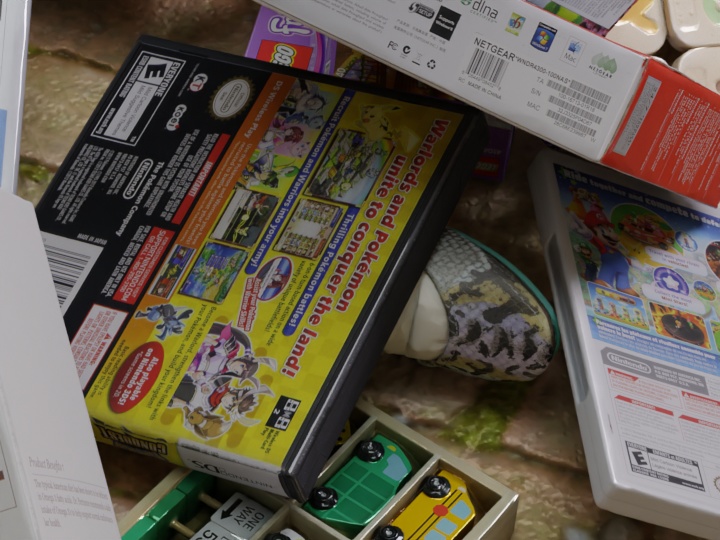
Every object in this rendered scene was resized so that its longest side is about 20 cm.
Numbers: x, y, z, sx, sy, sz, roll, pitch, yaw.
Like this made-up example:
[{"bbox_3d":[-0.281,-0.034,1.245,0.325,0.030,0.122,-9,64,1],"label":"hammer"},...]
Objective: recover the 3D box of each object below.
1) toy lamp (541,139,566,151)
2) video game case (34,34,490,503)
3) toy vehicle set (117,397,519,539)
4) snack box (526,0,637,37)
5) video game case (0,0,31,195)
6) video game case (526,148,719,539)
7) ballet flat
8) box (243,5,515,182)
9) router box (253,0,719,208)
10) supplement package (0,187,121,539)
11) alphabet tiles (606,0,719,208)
[{"bbox_3d":[0.181,-0.093,1.354,0.199,0.058,0.058,-10,47,-16],"label":"toy lamp"},{"bbox_3d":[-0.063,-0.007,1.206,0.180,0.026,0.201,14,59,25],"label":"video game case"},{"bbox_3d":[-0.040,0.130,1.134,0.124,0.027,0.200,29,50,22],"label":"toy vehicle set"},{"bbox_3d":[0.040,-0.207,1.260,0.142,0.053,0.200,21,30,-49],"label":"snack box"},{"bbox_3d":[-0.254,-0.071,1.251,0.199,0.022,0.183,7,66,-13],"label":"video game case"},{"bbox_3d":[0.150,0.039,1.207,0.142,0.018,0.201,17,41,-24],"label":"video game case"},{"bbox_3d":[0.000,0.000,1.236,0.072,0.072,0.200,-31,49,-30],"label":"ballet flat"},{"bbox_3d":[0.023,-0.136,1.392,0.136,0.039,0.201,11,46,5],"label":"box"},{"bbox_3d":[0.059,-0.098,1.216,0.199,0.049,0.179,27,6,22],"label":"router box"},{"bbox_3d":[-0.168,0.074,1.037,0.117,0.117,0.201,-17,80,9],"label":"supplement package"},{"bbox_3d":[0.191,-0.129,1.326,0.194,0.015,0.201,-5,82,-17],"label":"alphabet tiles"}]
